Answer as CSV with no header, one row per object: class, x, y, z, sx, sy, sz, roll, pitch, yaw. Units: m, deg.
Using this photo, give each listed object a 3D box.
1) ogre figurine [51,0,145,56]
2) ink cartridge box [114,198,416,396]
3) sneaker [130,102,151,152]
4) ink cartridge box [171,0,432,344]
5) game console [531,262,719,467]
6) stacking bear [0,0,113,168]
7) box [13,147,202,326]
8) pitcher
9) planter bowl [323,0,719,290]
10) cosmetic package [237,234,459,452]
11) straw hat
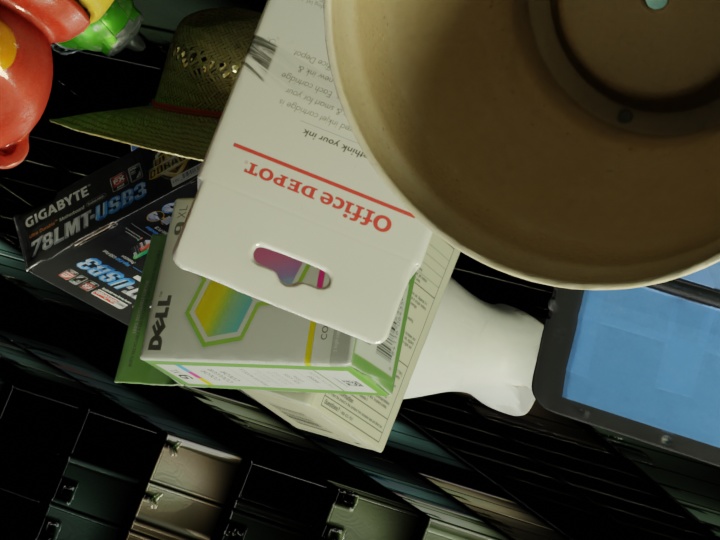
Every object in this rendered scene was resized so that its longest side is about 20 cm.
ogre figurine,-0.186,-0.179,1.217,0.120,0.098,0.200,28,144,43
ink cartridge box,-0.069,0.014,1.351,0.199,0.104,0.059,1,159,30
sneaker,-0.122,-0.084,1.559,0.077,0.076,0.200,27,161,3
ink cartridge box,-0.008,-0.070,1.112,0.115,0.201,0.067,22,169,-2
game console,0.202,0.041,1.444,0.199,0.119,0.172,17,168,19
stacking bear,-0.150,-0.147,1.014,0.121,0.201,0.114,24,168,-14
box,-0.091,-0.029,1.500,0.198,0.050,0.200,-25,151,19
pitcher,0.028,0.040,1.802,0.199,0.122,0.171,15,-172,-29
planter bowl,0.101,-0.102,0.865,0.200,0.201,0.135,18,-165,16
cosmetic package,0.000,0.000,1.417,0.071,0.201,0.105,14,166,33
straw hat,-0.064,-0.101,1.253,0.200,0.085,0.201,12,-176,-1
